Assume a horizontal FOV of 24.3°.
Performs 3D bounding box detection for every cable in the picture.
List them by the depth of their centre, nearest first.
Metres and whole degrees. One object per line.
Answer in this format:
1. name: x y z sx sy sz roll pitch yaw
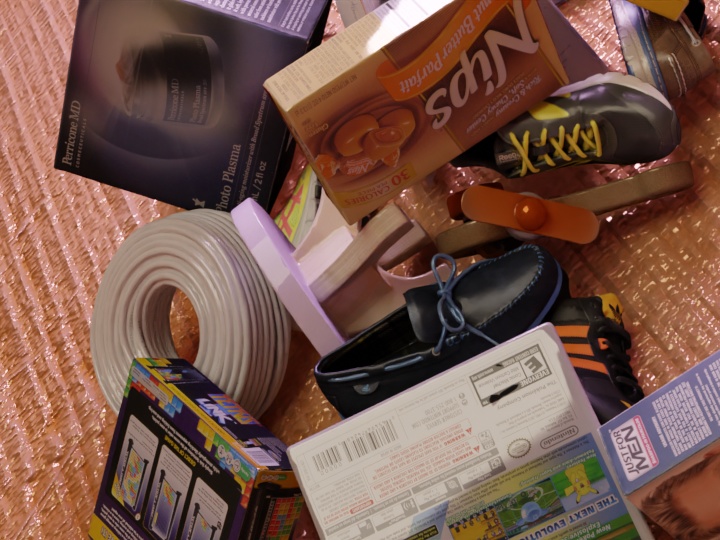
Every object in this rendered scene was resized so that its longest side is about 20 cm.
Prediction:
1. cable: -0.148 0.049 1.430 0.198 0.069 0.203 -1 91 40

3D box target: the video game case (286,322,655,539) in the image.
1. video game case: 0.073 0.156 1.086 0.198 0.022 0.184 -26 69 4

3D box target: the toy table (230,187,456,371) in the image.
1. toy table: 0.000 0.000 1.318 0.117 0.201 0.184 -37 3 5

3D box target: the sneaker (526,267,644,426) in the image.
1. sneaker: 0.162 0.060 1.181 0.090 0.070 0.200 -52 37 3

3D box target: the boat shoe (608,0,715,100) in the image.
1. boat shoe: 0.237 -0.199 1.322 0.072 0.073 0.201 -15 43 11

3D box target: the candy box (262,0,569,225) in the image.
1. candy box: 0.043 -0.137 1.214 0.199 0.116 0.055 -34 39 -4

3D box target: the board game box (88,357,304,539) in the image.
1. board game box: -0.131 0.185 1.318 0.200 0.056 0.167 34 114 47

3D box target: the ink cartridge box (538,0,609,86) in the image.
1. ink cartridge box: 0.094 -0.222 1.365 0.083 0.200 0.147 -44 39 7

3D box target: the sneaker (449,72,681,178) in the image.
1. sneaker: 0.145 -0.099 1.264 0.198 0.075 0.085 6 40 37

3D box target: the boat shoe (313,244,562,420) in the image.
1. boat shoe: 0.054 0.045 1.205 0.199 0.069 0.084 -39 33 12

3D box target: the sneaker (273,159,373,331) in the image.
1. sneaker: -0.048 -0.041 1.459 0.090 0.078 0.202 -4 58 45

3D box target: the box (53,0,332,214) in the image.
1. box: -0.146 -0.166 1.443 0.124 0.196 0.202 -70 -3 -55

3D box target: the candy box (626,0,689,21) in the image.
1. candy box: 0.151 -0.256 1.258 0.103 0.198 0.027 -88 22 -51

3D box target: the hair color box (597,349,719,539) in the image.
1. hair color box: 0.259 0.088 1.042 0.199 0.100 0.061 -35 42 19

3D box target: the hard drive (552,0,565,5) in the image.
1. hard drive: 0.200 -0.337 1.490 0.131 0.026 0.201 -30 44 24

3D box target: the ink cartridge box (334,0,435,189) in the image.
1. ink cartridge box: 0.018 -0.156 1.358 0.047 0.162 0.200 -18 15 11

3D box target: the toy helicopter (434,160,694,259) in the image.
1. toy helicopter: 0.150 -0.047 1.246 0.198 0.132 0.080 -17 82 12
